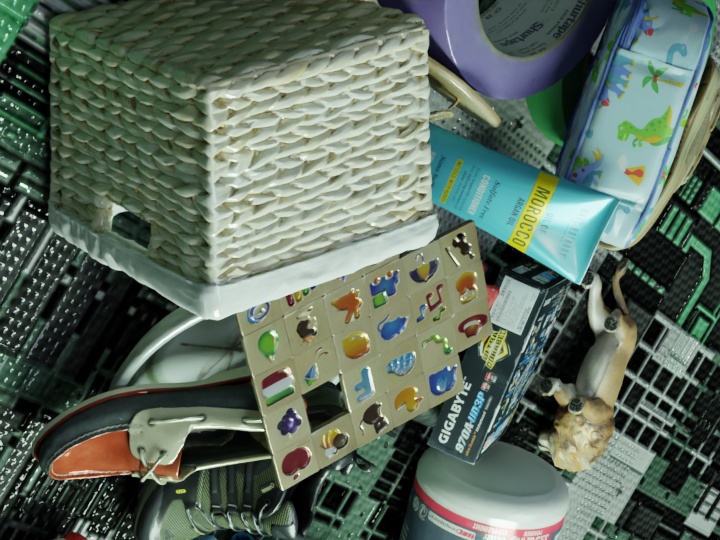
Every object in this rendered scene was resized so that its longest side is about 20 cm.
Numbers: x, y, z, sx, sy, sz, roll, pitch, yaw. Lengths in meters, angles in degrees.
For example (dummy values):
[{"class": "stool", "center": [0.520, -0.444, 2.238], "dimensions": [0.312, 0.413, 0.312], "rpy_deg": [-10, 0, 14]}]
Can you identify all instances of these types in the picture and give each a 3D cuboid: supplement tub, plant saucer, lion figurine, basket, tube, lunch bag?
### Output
[{"class": "supplement tub", "center": [0.101, 0.265, 1.584], "dimensions": [0.140, 0.140, 0.200], "rpy_deg": [-7, 117, -43]}, {"class": "plant saucer", "center": [-0.100, 0.063, 1.301], "dimensions": [0.200, 0.050, 0.200], "rpy_deg": [-20, 147, -14]}, {"class": "lion figurine", "center": [0.228, 0.094, 1.666], "dimensions": [0.200, 0.072, 0.122], "rpy_deg": [-61, 147, -5]}, {"class": "basket", "center": [-0.082, -0.091, 1.151], "dimensions": [0.200, 0.198, 0.161], "rpy_deg": [-21, 123, -35]}, {"class": "tube", "center": [0.094, -0.065, 1.345], "dimensions": [0.077, 0.200, 0.050], "rpy_deg": [-68, 173, 32]}, {"class": "lunch bag", "center": [0.215, -0.126, 1.396], "dimensions": [0.161, 0.082, 0.200], "rpy_deg": [-59, 168, -71]}]

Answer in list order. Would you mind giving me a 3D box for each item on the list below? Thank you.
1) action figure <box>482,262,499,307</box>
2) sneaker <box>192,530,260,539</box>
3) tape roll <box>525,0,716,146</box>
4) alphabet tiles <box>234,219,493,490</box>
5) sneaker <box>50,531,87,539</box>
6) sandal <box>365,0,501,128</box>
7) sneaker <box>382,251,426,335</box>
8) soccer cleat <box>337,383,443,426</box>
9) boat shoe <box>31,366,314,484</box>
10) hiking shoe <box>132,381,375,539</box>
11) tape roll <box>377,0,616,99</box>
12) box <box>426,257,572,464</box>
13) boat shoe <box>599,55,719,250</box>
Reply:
[{"class": "action figure", "center": [0.000, 0.000, 1.368], "dimensions": [0.200, 0.065, 0.099], "rpy_deg": [28, 109, -25]}, {"class": "sneaker", "center": [-0.075, 0.256, 1.461], "dimensions": [0.200, 0.072, 0.073], "rpy_deg": [18, 73, -55]}, {"class": "tape roll", "center": [0.226, -0.194, 1.509], "dimensions": [0.200, 0.048, 0.201], "rpy_deg": [-24, 128, -34]}, {"class": "alphabet tiles", "center": [0.009, 0.045, 1.247], "dimensions": [0.200, 0.008, 0.167], "rpy_deg": [-27, 123, -24]}, {"class": "sneaker", "center": [-0.213, 0.286, 1.333], "dimensions": [0.085, 0.077, 0.200], "rpy_deg": [-32, 133, -35]}, {"class": "sandal", "center": [0.012, -0.146, 1.296], "dimensions": [0.212, 0.078, 0.070], "rpy_deg": [39, 85, -35]}, {"class": "sneaker", "center": [0.023, -0.035, 1.272], "dimensions": [0.072, 0.083, 0.200], "rpy_deg": [-14, 115, 2]}, {"class": "soccer cleat", "center": [0.017, 0.086, 1.461], "dimensions": [0.081, 0.068, 0.200], "rpy_deg": [-27, 148, 9]}, {"class": "boat shoe", "center": [-0.132, 0.120, 1.249], "dimensions": [0.200, 0.063, 0.071], "rpy_deg": [-11, 145, -17]}, {"class": "hiking shoe", "center": [-0.086, 0.169, 1.318], "dimensions": [0.200, 0.101, 0.076], "rpy_deg": [-38, 145, 14]}, {"class": "tape roll", "center": [0.109, -0.238, 1.340], "dimensions": [0.200, 0.085, 0.200], "rpy_deg": [-23, 127, -34]}, {"class": "box", "center": [0.124, 0.072, 1.495], "dimensions": [0.159, 0.046, 0.200], "rpy_deg": [-68, 169, 9]}, {"class": "boat shoe", "center": [0.281, -0.101, 1.602], "dimensions": [0.065, 0.071, 0.200], "rpy_deg": [32, 87, -49]}]
